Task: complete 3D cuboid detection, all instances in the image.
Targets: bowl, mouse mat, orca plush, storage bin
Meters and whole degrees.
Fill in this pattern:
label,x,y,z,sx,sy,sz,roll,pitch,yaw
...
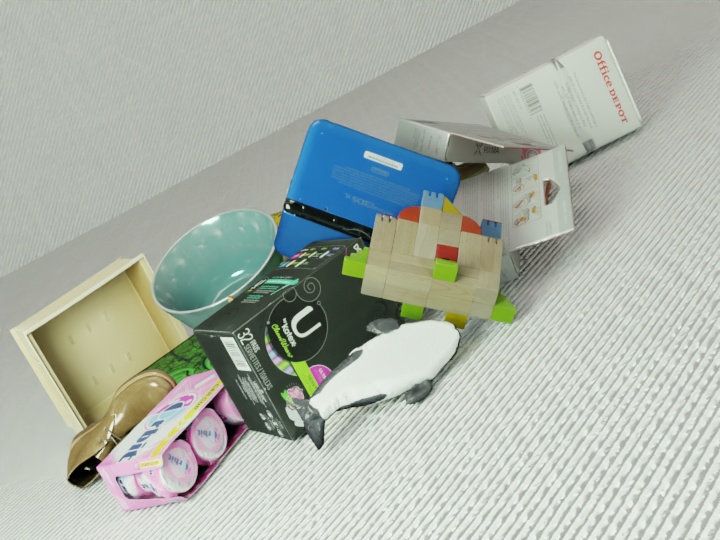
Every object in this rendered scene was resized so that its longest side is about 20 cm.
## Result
label,x,y,z,sx,sy,sz,roll,pitch,yaw
bowl,-0.184,0.019,1.526,0.197,0.106,0.203,-17,39,15
mouse mat,-0.220,0.139,1.495,0.199,0.008,0.160,-37,40,-26
orca plush,0.023,0.127,1.180,0.105,0.072,0.200,38,66,23
storage bin,-0.359,0.114,1.547,0.199,0.201,0.093,-37,20,-28

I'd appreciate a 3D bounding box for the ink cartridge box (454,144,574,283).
label,x,y,z,sx,sy,sz,roll,pitch,yaw
ink cartridge box,0.189,-0.065,1.368,0.171,0.044,0.202,-18,33,19

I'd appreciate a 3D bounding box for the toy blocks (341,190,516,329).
label,x,y,z,sx,sy,sz,roll,pitch,yaw
toy blocks,0.085,-0.027,1.235,0.196,0.101,0.138,11,50,1

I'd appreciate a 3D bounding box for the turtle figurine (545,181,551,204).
label,x,y,z,sx,sy,sz,roll,pitch,yaw
turtle figurine,0.164,-0.087,1.533,0.199,0.065,0.160,-39,19,-31

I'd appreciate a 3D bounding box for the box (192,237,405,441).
label,x,y,z,sx,sy,sz,roll,pitch,yaw
box,-0.065,0.076,1.272,0.199,0.150,0.124,-36,17,-27

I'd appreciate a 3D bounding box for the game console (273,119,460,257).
label,x,y,z,sx,sy,sz,roll,pitch,yaw
game console,0.005,-0.073,1.359,0.118,0.196,0.174,-151,80,-86

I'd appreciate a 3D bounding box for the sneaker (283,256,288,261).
label,x,y,z,sx,sy,sz,roll,pitch,yaw
sneaker,-0.074,0.002,1.561,0.201,0.076,0.081,-53,33,37

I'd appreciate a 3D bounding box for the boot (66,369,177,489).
label,x,y,z,sx,sy,sz,roll,pitch,yaw
boot,-0.306,0.208,1.388,0.200,0.073,0.076,-43,19,20

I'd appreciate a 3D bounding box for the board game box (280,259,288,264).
label,x,y,z,sx,sy,sz,roll,pitch,yaw
board game box,0.000,0.000,1.464,0.197,0.103,0.048,-25,-18,11

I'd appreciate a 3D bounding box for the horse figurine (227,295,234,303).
label,x,y,z,sx,sy,sz,roll,pitch,yaw
horse figurine,-0.082,0.076,1.388,0.196,0.135,0.050,-15,10,-3

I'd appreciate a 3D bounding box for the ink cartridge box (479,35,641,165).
label,x,y,z,sx,sy,sz,roll,pitch,yaw
ink cartridge box,0.297,-0.238,1.618,0.197,0.149,0.083,-26,8,4

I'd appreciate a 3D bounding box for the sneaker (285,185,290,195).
label,x,y,z,sx,sy,sz,roll,pitch,yaw
sneaker,-0.022,-0.110,1.617,0.197,0.093,0.076,-2,-43,-39

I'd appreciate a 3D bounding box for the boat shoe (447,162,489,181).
label,x,y,z,sx,sy,sz,roll,pitch,yaw
boat shoe,0.100,-0.133,1.536,0.198,0.067,0.074,-25,3,-34

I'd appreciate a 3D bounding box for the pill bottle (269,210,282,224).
label,x,y,z,sx,sy,sz,roll,pitch,yaw
pill bottle,-0.075,-0.052,1.733,0.198,0.114,0.113,-13,22,42

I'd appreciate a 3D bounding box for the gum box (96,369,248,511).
label,x,y,z,sx,sy,sz,roll,pitch,yaw
gum box,-0.210,0.198,1.288,0.112,0.067,0.200,-17,20,36

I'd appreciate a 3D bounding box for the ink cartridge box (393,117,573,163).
label,x,y,z,sx,sy,sz,roll,pitch,yaw
ink cartridge box,0.171,-0.168,1.487,0.172,0.044,0.198,23,17,35
